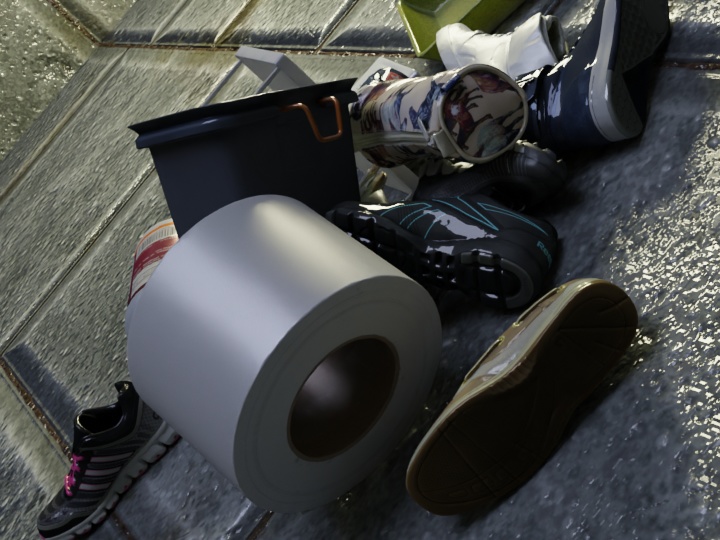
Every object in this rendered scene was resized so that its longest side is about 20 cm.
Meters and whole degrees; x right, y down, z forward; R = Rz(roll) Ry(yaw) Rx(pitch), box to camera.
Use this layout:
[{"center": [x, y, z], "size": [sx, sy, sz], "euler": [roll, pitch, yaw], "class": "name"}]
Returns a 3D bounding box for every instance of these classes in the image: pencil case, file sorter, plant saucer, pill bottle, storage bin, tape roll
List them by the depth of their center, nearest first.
[{"center": [-0.055, 0.062, 1.064], "size": [0.139, 0.203, 0.203], "euler": [34, 82, 37], "class": "tape roll"}, {"center": [-0.074, -0.080, 1.190], "size": [0.145, 0.135, 0.200], "euler": [-9, 8, 37], "class": "storage bin"}, {"center": [0.057, -0.128, 1.201], "size": [0.089, 0.078, 0.200], "euler": [-22, 11, -22], "class": "pencil case"}, {"center": [-0.063, -0.106, 1.387], "size": [0.125, 0.200, 0.139], "euler": [-51, 24, -4], "class": "file sorter"}, {"center": [-0.190, 0.036, 1.493], "size": [0.114, 0.114, 0.200], "euler": [-40, 25, 17], "class": "pill bottle"}, {"center": [0.137, -0.319, 1.557], "size": [0.200, 0.048, 0.200], "euler": [-42, 25, 15], "class": "plant saucer"}]

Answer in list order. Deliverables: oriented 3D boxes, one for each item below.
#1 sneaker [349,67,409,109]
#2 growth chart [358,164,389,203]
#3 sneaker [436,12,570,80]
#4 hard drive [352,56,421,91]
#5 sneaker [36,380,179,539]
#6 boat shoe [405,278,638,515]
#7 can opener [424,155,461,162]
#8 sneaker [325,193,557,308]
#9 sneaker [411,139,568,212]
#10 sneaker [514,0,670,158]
[{"center": [0.023, -0.170, 1.436], "size": [0.085, 0.075, 0.200], "euler": [-58, 7, -4], "class": "sneaker"}, {"center": [0.000, 0.000, 1.256], "size": [0.145, 0.018, 0.200], "euler": [-53, 31, 24], "class": "growth chart"}, {"center": [0.144, -0.205, 1.351], "size": [0.115, 0.074, 0.200], "euler": [-40, 34, 15], "class": "sneaker"}, {"center": [-0.018, -0.154, 1.599], "size": [0.200, 0.026, 0.132], "euler": [-49, 23, 0], "class": "hard drive"}, {"center": [-0.271, 0.188, 1.432], "size": [0.200, 0.087, 0.074], "euler": [-46, 24, 7], "class": "sneaker"}, {"center": [0.109, 0.085, 0.970], "size": [0.200, 0.074, 0.066], "euler": [-44, 11, 5], "class": "boat shoe"}, {"center": [0.089, -0.132, 1.364], "size": [0.053, 0.067, 0.200], "euler": [-44, 11, 12], "class": "can opener"}, {"center": [0.066, -0.024, 1.144], "size": [0.199, 0.076, 0.079], "euler": [16, 47, 26], "class": "sneaker"}, {"center": [0.101, -0.055, 1.200], "size": [0.200, 0.066, 0.091], "euler": [-6, 52, 59], "class": "sneaker"}, {"center": [0.184, -0.177, 1.221], "size": [0.146, 0.077, 0.203], "euler": [-19, 37, 44], "class": "sneaker"}]
